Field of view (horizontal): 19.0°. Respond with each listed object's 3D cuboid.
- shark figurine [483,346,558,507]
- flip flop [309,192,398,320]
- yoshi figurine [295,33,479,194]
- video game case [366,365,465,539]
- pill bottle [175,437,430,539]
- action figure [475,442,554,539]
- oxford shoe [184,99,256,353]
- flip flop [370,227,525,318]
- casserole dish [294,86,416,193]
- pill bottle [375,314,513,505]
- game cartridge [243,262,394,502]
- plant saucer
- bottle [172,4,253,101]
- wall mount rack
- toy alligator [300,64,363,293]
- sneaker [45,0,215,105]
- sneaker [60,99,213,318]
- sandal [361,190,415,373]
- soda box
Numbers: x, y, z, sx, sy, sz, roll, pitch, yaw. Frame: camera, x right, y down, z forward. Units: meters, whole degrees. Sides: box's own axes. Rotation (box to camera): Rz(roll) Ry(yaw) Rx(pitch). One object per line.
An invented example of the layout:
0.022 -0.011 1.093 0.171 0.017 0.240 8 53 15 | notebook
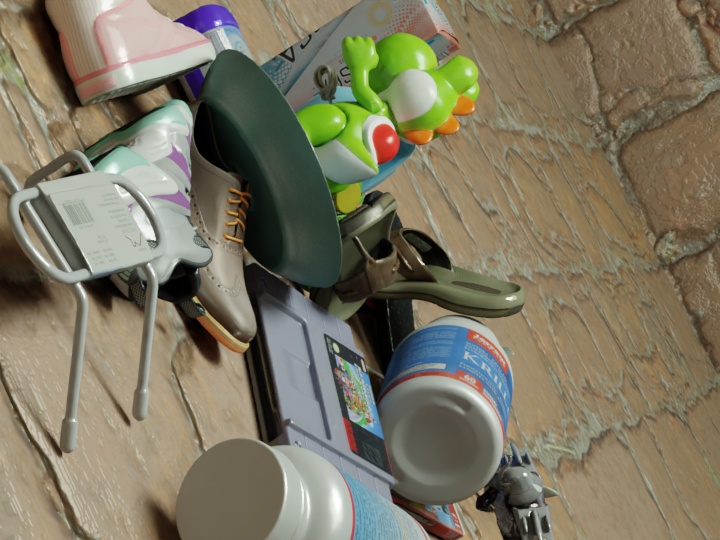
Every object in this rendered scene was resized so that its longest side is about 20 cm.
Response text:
0.119 0.119 2.057 0.128 0.089 0.215 45 21 -42 | shark figurine
0.000 0.000 1.754 0.058 0.081 0.200 52 -21 18 | flip flop
-0.002 -0.129 1.747 0.113 0.199 0.112 63 -19 1 | yoshi figurine
0.021 0.145 1.828 0.200 0.017 0.144 35 30 -57 | video game case
-0.036 0.180 1.421 0.200 0.108 0.109 40 26 -53 | pill bottle
0.130 0.232 1.779 0.131 0.069 0.201 -86 170 -50 | action figure
-0.113 -0.036 1.605 0.071 0.073 0.201 20 44 -66 | oxford shoe
0.051 -0.006 1.909 0.081 0.199 0.058 -49 150 -62 | flip flop
-0.024 -0.112 1.928 0.039 0.121 0.200 60 11 18 | casserole dish
0.072 0.108 1.810 0.113 0.112 0.200 58 16 -13 | pill bottle
-0.034 0.097 1.674 0.129 0.038 0.201 30 33 -38 | game cartridge
-0.080 -0.072 1.666 0.200 0.036 0.201 51 -24 33 | plant saucer
-0.099 -0.123 1.810 0.201 0.065 0.084 64 8 7 | bottle
-0.176 0.012 1.340 0.174 0.074 0.200 60 18 3 | wall mount rack
-0.020 -0.078 1.832 0.054 0.059 0.201 -10 113 -42 | toy alligator
-0.178 -0.190 1.656 0.105 0.075 0.200 66 20 -2 | sneaker
-0.142 -0.032 1.525 0.140 0.077 0.200 60 25 -12 | sneaker
0.016 0.019 1.998 0.075 0.045 0.201 26 53 -55 | sandal
-0.014 -0.183 1.932 0.069 0.199 0.064 63 15 17 | soda box
